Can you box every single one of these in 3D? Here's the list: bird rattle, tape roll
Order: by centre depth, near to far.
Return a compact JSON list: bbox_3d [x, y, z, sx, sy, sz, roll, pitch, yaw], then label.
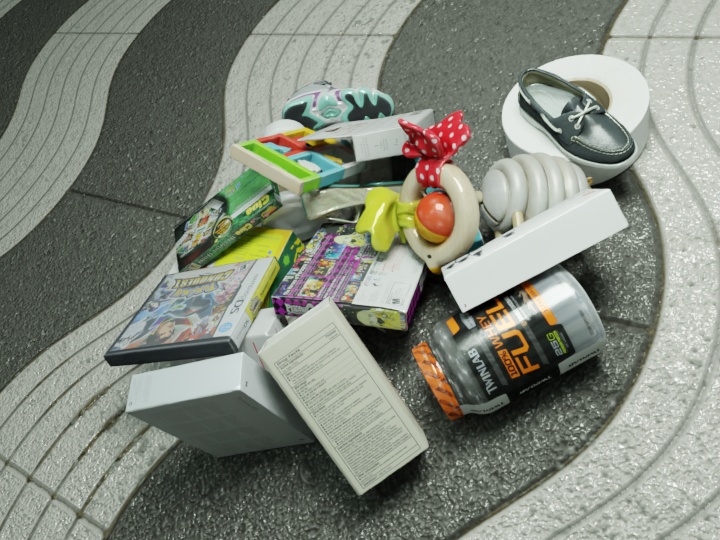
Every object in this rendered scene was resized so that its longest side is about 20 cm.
[{"bbox_3d":[0.095,-0.091,0.761,0.163,0.112,0.200,57,132,23],"label":"bird rattle"},{"bbox_3d":[0.311,-0.217,0.872,0.202,0.071,0.203,-11,55,17],"label":"tape roll"}]

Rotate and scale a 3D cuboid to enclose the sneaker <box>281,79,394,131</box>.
[{"bbox_3d":[-0.042,-0.314,1.095,0.199,0.078,0.140,-2,36,-1],"label":"sneaker"}]

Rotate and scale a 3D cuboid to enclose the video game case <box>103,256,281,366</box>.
[{"bbox_3d":[-0.228,0.054,0.830,0.199,0.026,0.181,-8,34,20],"label":"video game case"}]

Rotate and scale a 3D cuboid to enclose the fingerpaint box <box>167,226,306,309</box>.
[{"bbox_3d":[-0.203,0.014,0.951,0.199,0.073,0.167,8,62,30],"label":"fingerpaint box"}]

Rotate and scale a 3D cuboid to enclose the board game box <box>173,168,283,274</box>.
[{"bbox_3d":[-0.210,-0.083,0.933,0.200,0.023,0.105,-33,47,17],"label":"board game box"}]

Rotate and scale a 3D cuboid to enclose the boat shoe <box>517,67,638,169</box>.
[{"bbox_3d":[0.279,-0.205,0.795,0.076,0.060,0.200,-41,51,-5],"label":"boat shoe"}]

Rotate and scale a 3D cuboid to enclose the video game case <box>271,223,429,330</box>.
[{"bbox_3d":[0.000,0.000,0.825,0.181,0.036,0.200,5,35,16],"label":"video game case"}]

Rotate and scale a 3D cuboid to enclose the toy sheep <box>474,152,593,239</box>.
[{"bbox_3d":[0.223,-0.089,0.786,0.199,0.138,0.138,2,51,-18],"label":"toy sheep"}]

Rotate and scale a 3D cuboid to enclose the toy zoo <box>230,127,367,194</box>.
[{"bbox_3d":[-0.079,-0.172,0.905,0.131,0.021,0.200,31,34,21],"label":"toy zoo"}]

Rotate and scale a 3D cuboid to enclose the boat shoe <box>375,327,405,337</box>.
[{"bbox_3d":[-0.010,0.035,0.865,0.067,0.057,0.200,-36,45,-25],"label":"boat shoe"}]

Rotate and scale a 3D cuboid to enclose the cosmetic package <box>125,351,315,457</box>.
[{"bbox_3d":[-0.163,0.174,0.746,0.150,0.200,0.052,-11,56,17],"label":"cosmetic package"}]

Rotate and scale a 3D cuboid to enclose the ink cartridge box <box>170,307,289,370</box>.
[{"bbox_3d":[-0.150,0.121,0.822,0.199,0.116,0.068,-9,28,19],"label":"ink cartridge box"}]

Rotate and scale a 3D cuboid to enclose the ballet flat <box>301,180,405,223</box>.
[{"bbox_3d":[0.005,-0.105,0.921,0.199,0.063,0.067,-5,7,-19],"label":"ballet flat"}]

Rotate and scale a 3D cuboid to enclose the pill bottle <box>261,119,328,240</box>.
[{"bbox_3d":[-0.117,-0.156,1.000,0.111,0.111,0.201,-20,53,11],"label":"pill bottle"}]

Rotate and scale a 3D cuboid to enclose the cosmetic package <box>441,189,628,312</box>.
[{"bbox_3d":[0.192,-0.026,0.687,0.200,0.083,0.051,-29,96,8],"label":"cosmetic package"}]

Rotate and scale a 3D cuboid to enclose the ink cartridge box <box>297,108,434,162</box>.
[{"bbox_3d":[0.017,-0.210,0.943,0.176,0.045,0.200,-5,19,17],"label":"ink cartridge box"}]

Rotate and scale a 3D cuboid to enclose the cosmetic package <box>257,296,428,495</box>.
[{"bbox_3d":[-0.020,0.142,0.705,0.103,0.087,0.200,-33,95,0],"label":"cosmetic package"}]

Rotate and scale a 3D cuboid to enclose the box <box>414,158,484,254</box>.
[{"bbox_3d":[0.130,-0.089,0.862,0.049,0.082,0.200,-22,52,11],"label":"box"}]

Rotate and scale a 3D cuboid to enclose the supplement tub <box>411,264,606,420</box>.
[{"bbox_3d":[0.169,0.086,0.704,0.200,0.123,0.123,-31,51,4],"label":"supplement tub"}]
